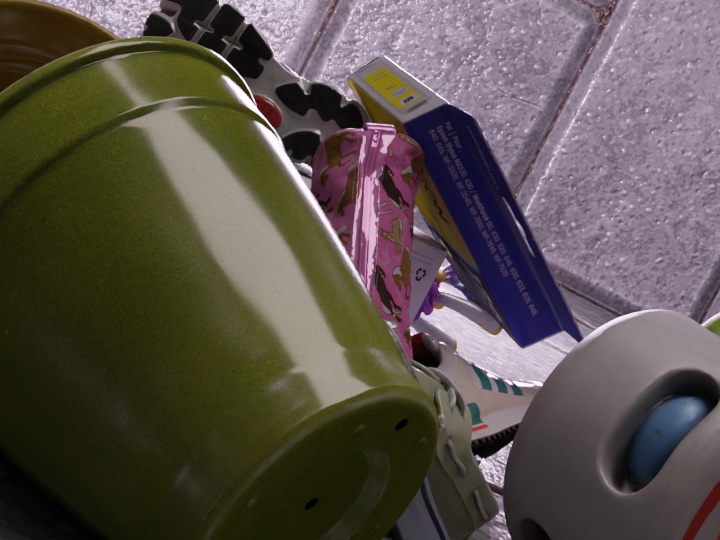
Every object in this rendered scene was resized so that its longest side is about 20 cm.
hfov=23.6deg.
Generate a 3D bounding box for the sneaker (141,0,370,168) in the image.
[{"bbox_3d":[-0.081,-0.131,1.303,0.199,0.081,0.083,38,-6,4],"label":"sneaker"}]

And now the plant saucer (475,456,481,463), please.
[{"bbox_3d":[0.001,0.105,1.175,0.199,0.019,0.070,23,9,-48],"label":"plant saucer"}]

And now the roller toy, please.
[{"bbox_3d":[0.189,0.132,1.036,0.181,0.202,0.139,-7,30,-41],"label":"roller toy"}]

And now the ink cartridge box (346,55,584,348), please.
[{"bbox_3d":[0.074,-0.044,1.236,0.199,0.047,0.200,61,-2,-24],"label":"ink cartridge box"}]

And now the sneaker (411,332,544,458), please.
[{"bbox_3d":[0.071,0.081,1.189,0.094,0.070,0.199,59,27,11],"label":"sneaker"}]

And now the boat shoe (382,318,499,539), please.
[{"bbox_3d":[0.025,0.079,0.876,0.072,0.062,0.201,50,-13,37],"label":"boat shoe"}]

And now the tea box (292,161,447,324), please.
[{"bbox_3d":[-0.081,-0.022,1.287,0.199,0.135,0.196,21,9,-47],"label":"tea box"}]

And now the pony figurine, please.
[{"bbox_3d":[0.036,0.007,1.606,0.198,0.168,0.193,22,-24,-18],"label":"pony figurine"}]

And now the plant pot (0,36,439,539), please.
[{"bbox_3d":[-0.071,0.038,0.733,0.193,0.201,0.200,45,15,31],"label":"plant pot"}]

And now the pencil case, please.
[{"bbox_3d":[0.000,0.000,1.112,0.083,0.086,0.202,36,42,-34],"label":"pencil case"}]

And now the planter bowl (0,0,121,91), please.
[{"bbox_3d":[-0.209,-0.054,1.019,0.199,0.202,0.084,27,-27,-5],"label":"planter bowl"}]
